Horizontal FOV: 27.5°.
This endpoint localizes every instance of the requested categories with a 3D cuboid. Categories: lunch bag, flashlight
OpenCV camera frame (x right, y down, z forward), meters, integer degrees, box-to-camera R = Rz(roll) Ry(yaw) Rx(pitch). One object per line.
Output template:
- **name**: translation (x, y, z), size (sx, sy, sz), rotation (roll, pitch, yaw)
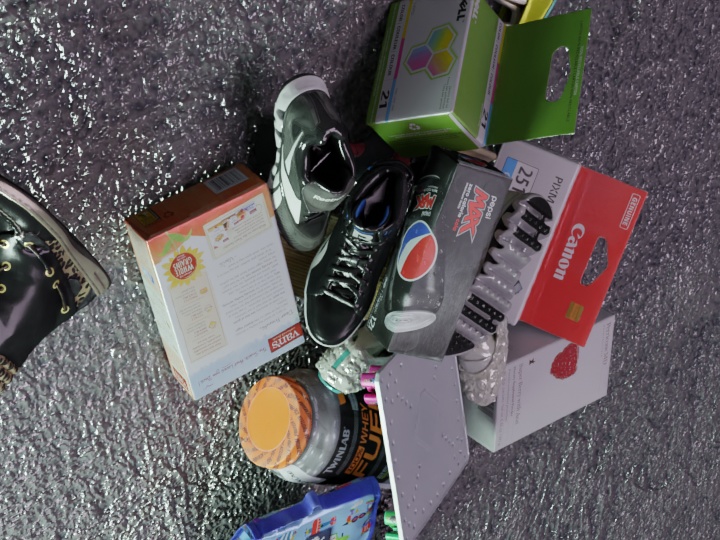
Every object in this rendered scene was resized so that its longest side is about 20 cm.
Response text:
- **lunch bag**: translation (-0.063, 0.286, 1.588), size (0.149, 0.095, 0.201), rotation (-17, 150, -22)
- **flashlight**: translation (-0.019, -0.125, 1.507), size (0.199, 0.068, 0.068), rotation (5, 120, -39)

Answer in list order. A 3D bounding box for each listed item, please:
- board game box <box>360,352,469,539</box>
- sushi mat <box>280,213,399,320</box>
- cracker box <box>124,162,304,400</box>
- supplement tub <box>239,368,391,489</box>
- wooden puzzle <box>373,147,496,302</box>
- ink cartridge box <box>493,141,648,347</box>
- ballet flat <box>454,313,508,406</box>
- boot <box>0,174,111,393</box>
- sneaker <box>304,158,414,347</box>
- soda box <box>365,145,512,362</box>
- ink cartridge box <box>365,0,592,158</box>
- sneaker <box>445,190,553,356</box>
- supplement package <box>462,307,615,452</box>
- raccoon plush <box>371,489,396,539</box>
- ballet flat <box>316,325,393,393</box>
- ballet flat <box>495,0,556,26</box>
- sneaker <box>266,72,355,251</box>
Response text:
- **board game box**: translation (0.061, 0.160, 1.574), size (0.200, 0.026, 0.202), rotation (-43, 129, -57)
- **sushi mat**: translation (0.000, 0.000, 1.524), size (0.012, 0.198, 0.097), rotation (-60, 168, -74)
- **cracker box**: translation (-0.141, 0.012, 1.459), size (0.133, 0.058, 0.201), rotation (-27, 128, -21)
- **supplement tub**: translation (-0.029, 0.174, 1.611), size (0.199, 0.122, 0.124), rotation (12, 103, -45)
- **wooden puzzle**: translation (0.088, -0.043, 1.611), size (0.201, 0.046, 0.185), rotation (-64, 162, 7)
- **ink cartridge box**: translation (0.213, -0.032, 1.696), size (0.045, 0.175, 0.202), rotation (-27, 139, -77)
- **ballet flat**: translation (0.131, 0.050, 1.652), size (0.071, 0.071, 0.202), rotation (9, 87, -45)
- **boot**: translation (-0.322, 0.007, 1.290), size (0.151, 0.073, 0.200), rotation (-50, 141, -10)
- **sneaker**: translation (-0.008, -0.019, 1.447), size (0.112, 0.072, 0.202), rotation (-22, 133, -87)
- **soda box**: translation (0.076, -0.016, 1.458), size (0.070, 0.063, 0.202), rotation (13, 105, -28)
- **ink cartridge box**: translation (0.118, -0.203, 1.460), size (0.076, 0.198, 0.149), rotation (37, 57, -46)
- **sneaker**: translation (0.129, 0.001, 1.587), size (0.075, 0.081, 0.201), rotation (40, 79, -44)
- **supplement package**: translation (0.197, 0.111, 1.789), size (0.199, 0.119, 0.122), rotation (-21, 125, -34)
- **raccoon plush**: translation (0.024, 0.337, 1.778), size (0.200, 0.096, 0.134), rotation (-46, 143, -15)
- **ballet flat**: translation (0.022, 0.082, 1.592), size (0.200, 0.071, 0.072), rotation (-25, 132, -64)
- **ballet flat**: translation (0.164, -0.271, 1.601), size (0.067, 0.067, 0.202), rotation (18, 101, -25)
- **sneaker**: translation (-0.045, -0.082, 1.402), size (0.066, 0.091, 0.201), rotation (-17, 137, -22)
